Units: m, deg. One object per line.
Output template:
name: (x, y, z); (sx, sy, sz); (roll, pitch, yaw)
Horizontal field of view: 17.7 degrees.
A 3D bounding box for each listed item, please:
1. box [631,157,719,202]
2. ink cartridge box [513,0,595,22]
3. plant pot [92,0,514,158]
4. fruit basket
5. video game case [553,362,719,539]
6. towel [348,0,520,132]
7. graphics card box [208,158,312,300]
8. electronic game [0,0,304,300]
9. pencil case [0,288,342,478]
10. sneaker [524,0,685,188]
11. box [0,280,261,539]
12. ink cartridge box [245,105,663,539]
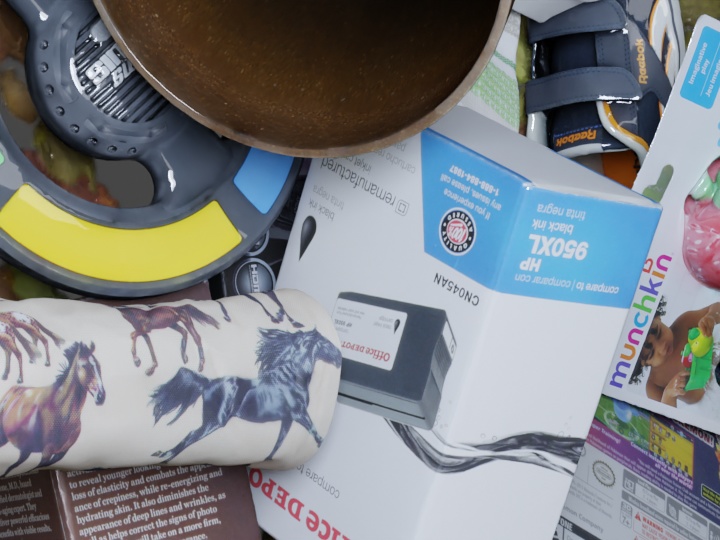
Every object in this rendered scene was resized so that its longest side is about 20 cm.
box: (0.213, -0.017, 1.264); (0.200, 0.036, 0.145); (-36, 130, -41)
ink cartridge box: (0.098, -0.250, 1.149); (0.147, 0.144, 0.201); (9, 63, -63)
plant pot: (0.003, -0.173, 0.987); (0.187, 0.186, 0.200); (58, 30, -13)
fruit basket: (0.208, -0.005, 1.126); (0.200, 0.094, 0.186); (20, 93, -38)
video game case: (0.141, 0.101, 1.128); (0.200, 0.023, 0.183); (33, 49, -31)
towel: (0.042, -0.138, 1.139); (0.149, 0.031, 0.201); (50, 32, -40)
graphics card box: (0.000, 0.000, 1.135); (0.199, 0.051, 0.126); (-3, 84, -36)
electronic game: (-0.106, -0.087, 0.998); (0.199, 0.042, 0.201); (5, 81, -33)
pencil case: (-0.100, 0.047, 0.940); (0.199, 0.089, 0.078); (-1, 90, -38)
sneaker: (0.128, -0.105, 1.233); (0.079, 0.078, 0.201); (-23, 97, -43)
box: (-0.105, 0.111, 1.021); (0.100, 0.075, 0.201); (-10, 89, -37)
ink cartridge box: (0.029, 0.038, 1.010); (0.084, 0.144, 0.201); (7, 106, -39)
